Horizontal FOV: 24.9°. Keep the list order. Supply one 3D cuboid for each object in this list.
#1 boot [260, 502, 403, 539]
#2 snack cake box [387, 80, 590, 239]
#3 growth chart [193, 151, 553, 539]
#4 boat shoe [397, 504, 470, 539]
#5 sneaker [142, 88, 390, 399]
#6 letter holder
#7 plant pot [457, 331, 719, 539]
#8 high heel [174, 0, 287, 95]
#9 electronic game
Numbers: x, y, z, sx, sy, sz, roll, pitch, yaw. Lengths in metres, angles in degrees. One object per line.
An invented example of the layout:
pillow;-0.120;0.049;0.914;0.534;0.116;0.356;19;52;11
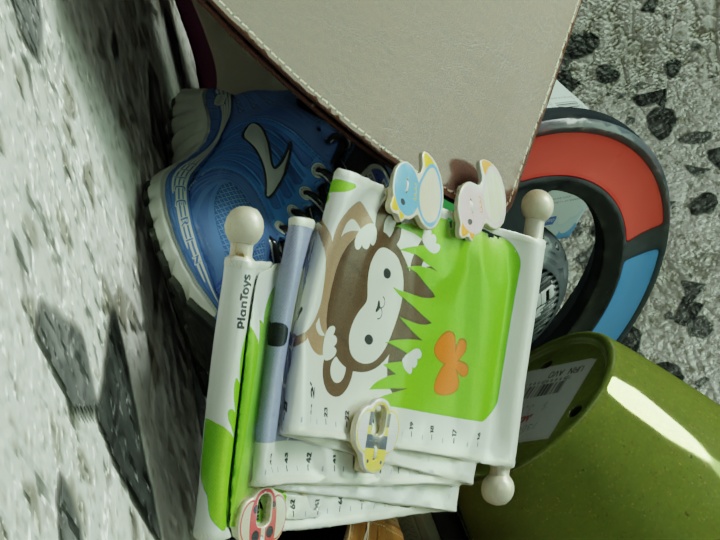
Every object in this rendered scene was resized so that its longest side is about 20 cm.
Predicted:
boot;0.001;0.142;0.658;0.155;0.076;0.202;67;9;-79
snack cake box;0.024;-0.097;0.846;0.200;0.114;0.068;47;-52;29
growth chart;0.010;0.030;0.589;0.199;0.018;0.146;-3;98;-52
boat shoe;0.045;0.148;0.801;0.071;0.068;0.201;15;-44;47
sneaker;-0.031;-0.023;0.637;0.201;0.088;0.079;-93;169;-57
letter holder;-0.014;-0.116;0.636;0.200;0.100;0.143;34;68;-43
plant pot;0.133;0.131;0.745;0.200;0.187;0.187;50;13;-17
high heel;-0.056;-0.116;0.787;0.096;0.067;0.201;-91;158;-47
electronic game;0.064;0.012;0.771;0.042;0.199;0.201;50;-16;41
